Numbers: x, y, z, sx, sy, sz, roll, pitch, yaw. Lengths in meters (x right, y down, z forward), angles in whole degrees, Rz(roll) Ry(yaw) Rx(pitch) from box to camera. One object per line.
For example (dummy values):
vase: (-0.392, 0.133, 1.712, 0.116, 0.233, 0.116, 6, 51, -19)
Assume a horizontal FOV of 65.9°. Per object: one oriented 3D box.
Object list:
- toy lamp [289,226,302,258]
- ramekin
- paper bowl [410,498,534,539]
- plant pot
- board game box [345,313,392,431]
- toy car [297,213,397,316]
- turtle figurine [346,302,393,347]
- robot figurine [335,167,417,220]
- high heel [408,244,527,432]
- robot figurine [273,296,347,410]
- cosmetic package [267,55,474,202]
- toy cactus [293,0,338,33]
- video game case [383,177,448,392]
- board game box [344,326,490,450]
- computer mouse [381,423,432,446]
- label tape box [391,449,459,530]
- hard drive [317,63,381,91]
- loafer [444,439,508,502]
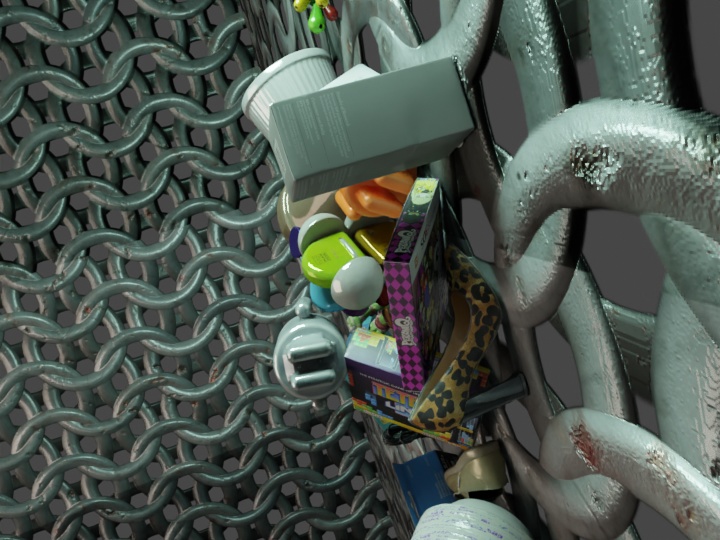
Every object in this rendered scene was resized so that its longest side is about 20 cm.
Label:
toy lamp: (-0.022, -0.054, 0.953, 0.058, 0.197, 0.060, 13, 105, 57)
ramekin: (-0.124, -0.327, 1.082, 0.095, 0.200, 0.202, 58, 170, 3)
paper bowl: (0.169, 0.406, 0.776, 0.198, 0.104, 0.204, 17, 128, 23)
plant pot: (-0.043, -0.136, 1.024, 0.203, 0.197, 0.175, 70, 154, 14)
board game box: (0.039, 0.204, 1.131, 0.201, 0.046, 0.152, 57, -147, -27)
toy car: (0.000, 0.000, 0.865, 0.175, 0.197, 0.152, 49, 143, 39)
turtle figurine: (0.048, 0.124, 0.988, 0.194, 0.141, 0.204, 69, -162, -75)
robot figurine: (0.012, -0.159, 0.809, 0.201, 0.115, 0.145, -119, 11, -47)
high heel: (0.096, 0.077, 0.647, 0.072, 0.140, 0.203, 106, 145, -74)
robot figurine: (-0.076, 0.129, 0.854, 0.200, 0.111, 0.173, -154, 59, -83)
cosmetic package: (0.008, -0.146, 0.589, 0.107, 0.197, 0.092, 149, 101, -78)
toy cactus: (-0.064, -0.468, 0.825, 0.166, 0.100, 0.203, -83, -21, -64)
video game case: (0.077, 0.016, 0.702, 0.182, 0.035, 0.203, -65, -29, -49)
board game box: (0.081, 0.176, 0.809, 0.167, 0.197, 0.057, 81, -150, -51)
computer mouse: (0.092, 0.233, 1.072, 0.053, 0.136, 0.203, 86, 173, -61)
label tape box: (0.144, 0.393, 0.956, 0.200, 0.063, 0.146, 36, -154, -56)
hard drive: (-0.018, -0.233, 0.789, 0.026, 0.131, 0.201, 56, -179, -35)
loafer: (0.176, 0.322, 0.843, 0.201, 0.074, 0.069, 87, 168, -56)
